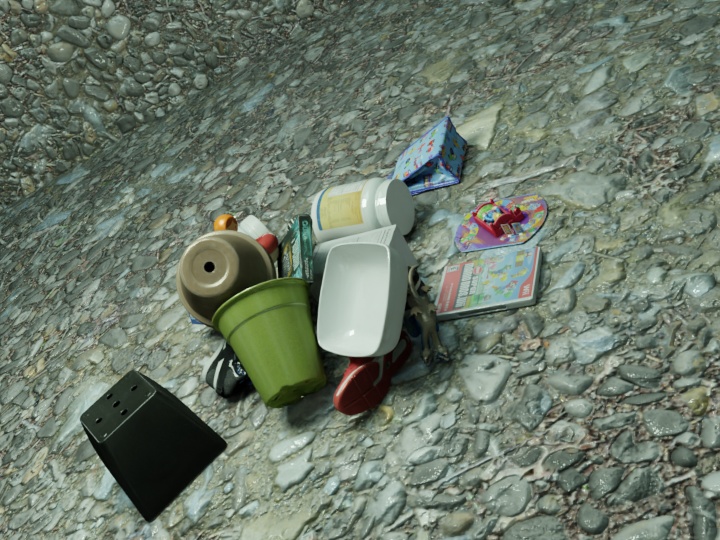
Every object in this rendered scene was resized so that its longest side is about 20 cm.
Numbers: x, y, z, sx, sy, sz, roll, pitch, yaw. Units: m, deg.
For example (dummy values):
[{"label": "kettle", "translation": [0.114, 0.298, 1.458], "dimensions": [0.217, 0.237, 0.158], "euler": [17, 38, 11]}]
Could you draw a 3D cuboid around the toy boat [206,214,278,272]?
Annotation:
[{"label": "toy boat", "translation": [-0.273, -0.053, 1.706], "dimensions": [0.198, 0.132, 0.131], "euler": [-8, 16, 2]}]

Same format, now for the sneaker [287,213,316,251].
[{"label": "sneaker", "translation": [-0.118, -0.043, 1.764], "dimensions": [0.079, 0.201, 0.074], "euler": [-7, 44, -19]}]

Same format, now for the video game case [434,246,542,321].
[{"label": "video game case", "translation": [0.237, 0.026, 1.515], "dimensions": [0.198, 0.018, 0.144], "euler": [-12, 36, 29]}]

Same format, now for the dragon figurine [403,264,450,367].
[{"label": "dragon figurine", "translation": [0.109, 0.082, 1.456], "dimensions": [0.058, 0.100, 0.201], "euler": [-14, 40, -6]}]

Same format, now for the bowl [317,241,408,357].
[{"label": "bowl", "translation": [0.011, 0.055, 1.443], "dimensions": [0.199, 0.074, 0.202], "euler": [1, 82, 54]}]

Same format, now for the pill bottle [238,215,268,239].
[{"label": "pill bottle", "translation": [-0.314, -0.037, 1.991], "dimensions": [0.200, 0.113, 0.113], "euler": [-43, 33, -16]}]

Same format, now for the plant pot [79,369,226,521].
[{"label": "plant pot", "translation": [-0.411, 0.309, 1.540], "dimensions": [0.199, 0.178, 0.199], "euler": [-43, 32, -18]}]

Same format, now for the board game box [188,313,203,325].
[{"label": "board game box", "translation": [-0.274, 0.082, 1.813], "dimensions": [0.199, 0.035, 0.135], "euler": [0, 21, 45]}]

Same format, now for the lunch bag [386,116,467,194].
[{"label": "lunch bag", "translation": [0.140, -0.252, 1.928], "dimensions": [0.199, 0.094, 0.151], "euler": [-21, 35, 34]}]

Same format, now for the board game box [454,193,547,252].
[{"label": "board game box", "translation": [0.277, -0.112, 1.645], "dimensions": [0.198, 0.039, 0.159], "euler": [-8, 39, 33]}]

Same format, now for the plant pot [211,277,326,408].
[{"label": "plant pot", "translation": [-0.152, 0.146, 1.512], "dimensions": [0.199, 0.200, 0.191], "euler": [-28, 69, 7]}]

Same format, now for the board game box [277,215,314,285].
[{"label": "board game box", "translation": [-0.135, -0.013, 1.652], "dimensions": [0.200, 0.028, 0.137], "euler": [137, 131, -65]}]

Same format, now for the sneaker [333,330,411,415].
[{"label": "sneaker", "translation": [-0.001, 0.185, 1.469], "dimensions": [0.115, 0.079, 0.200], "euler": [-5, 28, 50]}]

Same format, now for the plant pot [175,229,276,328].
[{"label": "plant pot", "translation": [-0.270, 0.009, 1.557], "dimensions": [0.199, 0.201, 0.175], "euler": [-34, -8, -3]}]

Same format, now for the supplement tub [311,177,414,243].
[{"label": "supplement tub", "translation": [0.005, -0.126, 1.804], "dimensions": [0.198, 0.145, 0.145], "euler": [-7, 39, 33]}]

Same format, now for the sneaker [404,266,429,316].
[{"label": "sneaker", "translation": [0.025, 0.057, 1.552], "dimensions": [0.199, 0.112, 0.073], "euler": [-32, 31, 0]}]

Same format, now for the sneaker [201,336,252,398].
[{"label": "sneaker", "translation": [-0.233, 0.166, 1.644], "dimensions": [0.112, 0.073, 0.201], "euler": [32, 95, 38]}]

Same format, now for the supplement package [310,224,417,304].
[{"label": "supplement package", "translation": [0.000, 0.000, 1.668], "dimensions": [0.198, 0.110, 0.114], "euler": [-12, 36, 30]}]
